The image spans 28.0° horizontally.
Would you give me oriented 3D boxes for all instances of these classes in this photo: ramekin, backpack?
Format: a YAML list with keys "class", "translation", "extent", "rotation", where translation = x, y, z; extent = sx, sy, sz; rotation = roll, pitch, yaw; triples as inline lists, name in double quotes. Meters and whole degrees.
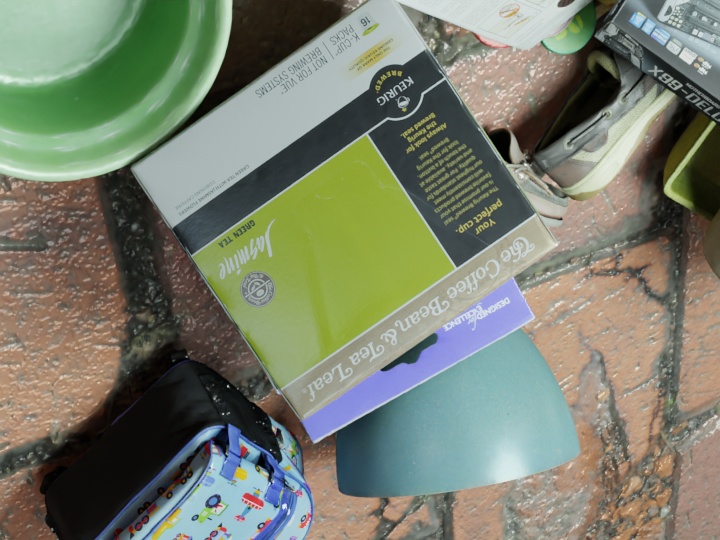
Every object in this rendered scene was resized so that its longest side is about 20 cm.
- class: "ramekin"
  translation: [-0.187, -0.165, 0.873]
  extent: [0.198, 0.098, 0.201]
  rotation: [-15, 128, -21]
- class: "backpack"
  translation: [-0.122, 0.190, 1.140]
  extent: [0.182, 0.135, 0.200]
  rotation: [-43, 135, 4]

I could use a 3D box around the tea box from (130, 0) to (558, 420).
- class: "tea box"
  translation: [-0.007, -0.043, 0.953]
  extent: [0.199, 0.134, 0.198]
  rotation: [-33, 90, 5]

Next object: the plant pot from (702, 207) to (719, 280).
- class: "plant pot"
  translation: [0.385, -0.054, 1.183]
  extent: [0.199, 0.201, 0.184]
  rotation: [9, 129, -35]

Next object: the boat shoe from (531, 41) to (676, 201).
- class: "boat shoe"
  translation: [0.207, -0.151, 1.128]
  extent: [0.065, 0.073, 0.201]
  rotation: [33, 87, -28]

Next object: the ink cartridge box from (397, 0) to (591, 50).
- class: "ink cartridge box"
  translation: [0.105, -0.229, 0.957]
  extent: [0.162, 0.050, 0.199]
  rotation: [-36, 153, 33]

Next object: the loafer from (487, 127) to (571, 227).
- class: "loafer"
  translation: [0.096, -0.088, 1.118]
  extent: [0.199, 0.072, 0.063]
  rotation: [18, 104, -35]

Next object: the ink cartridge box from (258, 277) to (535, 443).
- class: "ink cartridge box"
  translation: [0.000, 0.000, 1.050]
  extent: [0.197, 0.043, 0.201]
  rotation: [-30, 98, 4]

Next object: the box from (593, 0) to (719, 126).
- class: "box"
  translation: [0.293, -0.179, 1.034]
  extent: [0.199, 0.050, 0.158]
  rotation: [35, 84, -4]

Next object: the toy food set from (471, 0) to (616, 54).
- class: "toy food set"
  translation: [0.151, -0.251, 1.047]
  extent: [0.197, 0.049, 0.201]
  rotation: [-33, 133, -7]

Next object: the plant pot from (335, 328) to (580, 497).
- class: "plant pot"
  translation: [0.069, 0.094, 1.168]
  extent: [0.199, 0.200, 0.136]
  rotation: [-10, 91, -25]

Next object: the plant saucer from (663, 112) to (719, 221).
- class: "plant saucer"
  translation: [0.366, -0.127, 1.262]
  extent: [0.199, 0.048, 0.201]
  rotation: [23, 108, -39]
